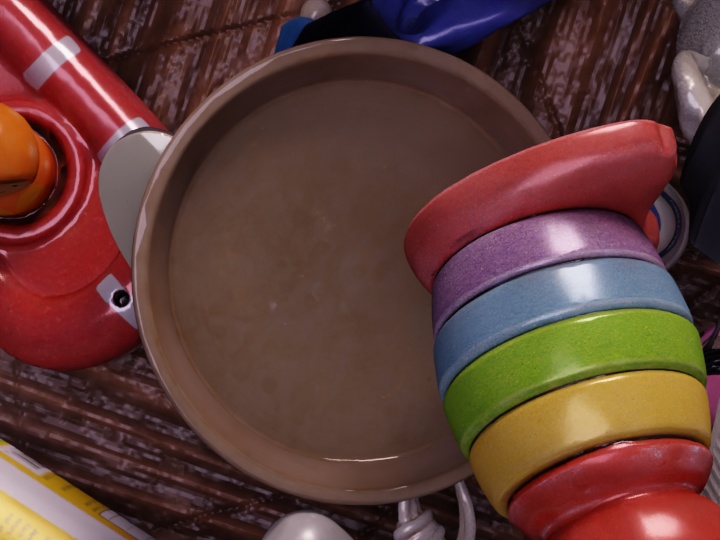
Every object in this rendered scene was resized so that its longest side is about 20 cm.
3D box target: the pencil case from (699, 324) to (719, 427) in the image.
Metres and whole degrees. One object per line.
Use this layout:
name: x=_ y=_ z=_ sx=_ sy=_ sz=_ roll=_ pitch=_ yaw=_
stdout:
pencil case: x=0.224 y=0.093 z=1.121 sx=0.200 sy=0.094 sz=0.091 roll=32 pitch=135 yaw=8

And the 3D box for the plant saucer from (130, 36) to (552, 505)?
plant saucer: x=0.000 y=0.000 z=1.076 sx=0.199 sy=0.029 sz=0.201 roll=0 pitch=93 yaw=-9

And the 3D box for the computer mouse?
computer mouse: x=0.154 y=0.007 z=1.043 sx=0.058 sy=0.034 sz=0.201 roll=11 pitch=115 yaw=-1

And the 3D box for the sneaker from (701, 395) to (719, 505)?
sneaker: x=0.186 y=0.062 z=1.027 sx=0.075 sy=0.084 sz=0.200 roll=33 pitch=119 yaw=15

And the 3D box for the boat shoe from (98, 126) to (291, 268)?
boat shoe: x=-0.037 y=0.001 z=1.133 sx=0.200 sy=0.063 sz=0.071 roll=40 pitch=116 yaw=-17

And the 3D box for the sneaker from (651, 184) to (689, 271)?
sneaker: x=0.051 y=-0.034 z=1.149 sx=0.199 sy=0.088 sz=0.076 roll=2 pitch=88 yaw=9

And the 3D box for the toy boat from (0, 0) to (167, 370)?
toy boat: x=-0.163 y=-0.046 z=1.154 sx=0.131 sy=0.131 sz=0.200 roll=-44 pitch=82 yaw=3

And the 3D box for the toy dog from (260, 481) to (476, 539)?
toy dog: x=0.013 y=0.189 z=1.123 sx=0.096 sy=0.132 sz=0.200 roll=-22 pitch=97 yaw=41

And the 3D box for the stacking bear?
stacking bear: x=0.094 y=0.062 z=0.977 sx=0.113 sy=0.122 sz=0.201 roll=-13 pitch=65 yaw=-6

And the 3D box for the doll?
doll: x=0.011 y=-0.098 z=1.152 sx=0.200 sy=0.137 sz=0.049 roll=-34 pitch=125 yaw=-1

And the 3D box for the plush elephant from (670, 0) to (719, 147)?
plush elephant: x=0.210 y=-0.096 z=1.094 sx=0.154 sy=0.165 sz=0.200 roll=26 pitch=115 yaw=-16

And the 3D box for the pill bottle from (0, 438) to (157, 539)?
pill bottle: x=-0.130 y=0.167 z=1.146 sx=0.200 sy=0.111 sz=0.111 roll=32 pitch=91 yaw=8
